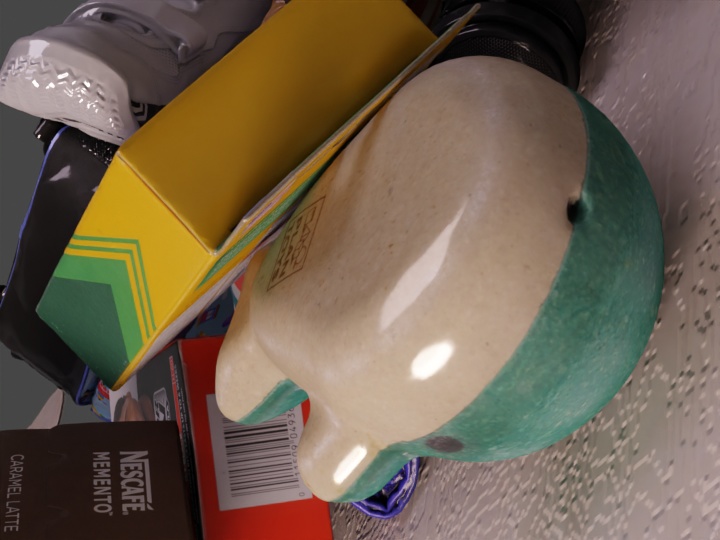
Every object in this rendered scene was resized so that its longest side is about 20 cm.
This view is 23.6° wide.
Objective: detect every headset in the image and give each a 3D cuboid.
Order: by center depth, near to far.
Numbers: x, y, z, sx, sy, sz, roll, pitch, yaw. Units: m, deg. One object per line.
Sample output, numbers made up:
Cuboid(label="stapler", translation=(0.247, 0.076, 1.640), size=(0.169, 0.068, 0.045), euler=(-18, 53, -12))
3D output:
Cuboid(label="headset", translation=(0.060, -0.127, 0.728), size=(0.200, 0.093, 0.124), euler=(126, 165, -75))

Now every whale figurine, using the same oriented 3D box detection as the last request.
Cuboid(label="whale figurine", translation=(0.024, 0.011, 0.590), size=(0.200, 0.103, 0.160), euler=(-27, 42, 55))

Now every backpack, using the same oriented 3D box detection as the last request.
Cuboid(label="backpack", translation=(-0.118, -0.019, 1.094), size=(0.200, 0.134, 0.183), euler=(-26, -33, -51))

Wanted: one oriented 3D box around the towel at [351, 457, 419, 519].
Cuboid(label="towel", translation=(0.000, 0.000, 0.762), size=(0.200, 0.049, 0.149), euler=(-109, 30, -70))

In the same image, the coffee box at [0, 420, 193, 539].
Cuboid(label="coffee box", translation=(-0.109, 0.177, 0.704), size=(0.114, 0.079, 0.201), euler=(-114, 24, -66))

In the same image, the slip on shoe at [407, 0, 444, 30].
Cuboid(label="slip on shoe", translation=(0.024, -0.181, 1.007), size=(0.201, 0.061, 0.074), euler=(-69, 17, -8))

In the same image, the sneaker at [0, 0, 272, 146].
Cuboid(label="sneaker", translation=(-0.088, -0.110, 0.724), size=(0.200, 0.075, 0.116), euler=(-4, -68, -81))

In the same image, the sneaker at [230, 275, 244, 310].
Cuboid(label="sneaker", translation=(-0.044, -0.037, 0.997), size=(0.200, 0.070, 0.094), euler=(-80, 6, -60))

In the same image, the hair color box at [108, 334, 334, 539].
Cuboid(label="hair color box", translation=(-0.071, 0.090, 0.812), size=(0.200, 0.061, 0.102), euler=(147, 117, -71))

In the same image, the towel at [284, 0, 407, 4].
Cuboid(label="towel", translation=(-0.013, -0.185, 0.731), size=(0.133, 0.034, 0.200), euler=(62, 156, 25))

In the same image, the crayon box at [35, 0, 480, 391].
Cuboid(label="crayon box", translation=(-0.046, -0.038, 0.646), size=(0.126, 0.052, 0.200), euler=(-44, 0, -28))

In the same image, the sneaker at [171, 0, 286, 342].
Cuboid(label="sneaker", translation=(-0.051, -0.035, 0.856), size=(0.075, 0.088, 0.201), euler=(25, 81, 46))
